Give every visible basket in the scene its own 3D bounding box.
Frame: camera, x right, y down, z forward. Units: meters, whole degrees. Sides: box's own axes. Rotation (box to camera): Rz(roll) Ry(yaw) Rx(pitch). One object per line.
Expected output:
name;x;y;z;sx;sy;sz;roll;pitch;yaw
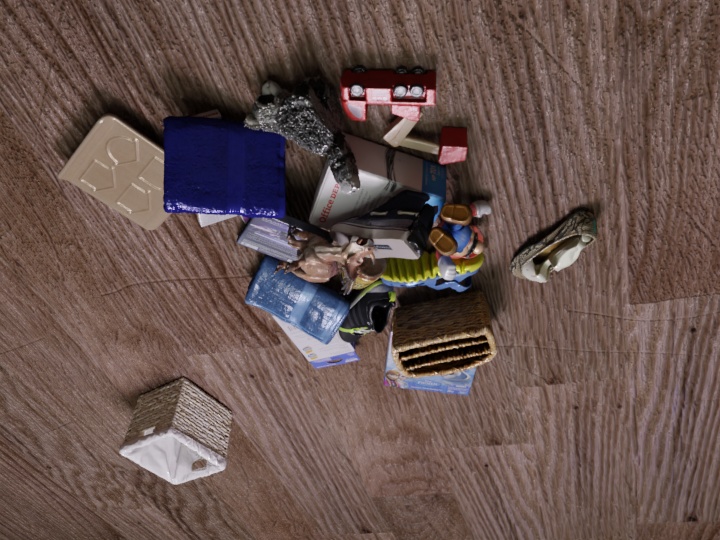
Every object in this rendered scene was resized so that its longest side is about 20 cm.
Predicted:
basket;0.163;0.149;1.400;0.194;0.150;0.146;-12;117;9
basket;-0.444;0.400;1.789;0.195;0.164;0.200;-23;130;29

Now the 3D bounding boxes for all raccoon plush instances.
raccoon plush;-0.095;-0.193;1.089;0.131;0.206;0.096;-19;173;30

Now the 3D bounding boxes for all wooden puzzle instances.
wooden puzzle;-0.390;-0.170;1.245;0.198;0.047;0.184;30;133;-31

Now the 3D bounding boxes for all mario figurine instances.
mario figurine;0.174;-0.054;1.206;0.121;0.108;0.200;-28;171;11

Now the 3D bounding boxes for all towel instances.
towel;-0.123;0.058;1.416;0.197;0.049;0.113;30;122;-6
towel;-0.213;-0.161;1.142;0.194;0.153;0.049;1;-179;-21

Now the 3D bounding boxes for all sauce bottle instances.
sauce bottle;0.000;0.000;1.307;0.064;0.068;0.200;13;167;-7

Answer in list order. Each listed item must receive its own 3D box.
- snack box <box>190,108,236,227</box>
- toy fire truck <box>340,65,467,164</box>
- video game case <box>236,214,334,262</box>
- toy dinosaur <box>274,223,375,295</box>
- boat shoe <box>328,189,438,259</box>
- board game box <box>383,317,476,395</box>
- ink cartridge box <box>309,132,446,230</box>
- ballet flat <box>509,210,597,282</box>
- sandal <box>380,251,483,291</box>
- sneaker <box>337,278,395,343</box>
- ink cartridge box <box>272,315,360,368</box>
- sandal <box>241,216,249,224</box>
snack box;-0.252;-0.166;1.209;0.070;0.024;0.203;-19;136;-17
toy fire truck;0.068;-0.234;1.105;0.194;0.050;0.143;2;138;5
video game case;-0.138;-0.056;1.292;0.140;0.019;0.200;21;160;-14
toy dinosaur;-0.061;-0.011;1.181;0.132;0.088;0.199;19;170;-15
boat shoe;0.039;-0.076;1.148;0.197;0.094;0.075;9;154;44
board game box;0.153;0.188;1.563;0.194;0.044;0.202;6;137;1
ink cartridge box;0.028;-0.124;1.204;0.195;0.087;0.148;18;138;-9
ballet flat;0.336;-0.025;1.279;0.067;0.077;0.200;27;135;-23
sandal;0.132;0.007;1.344;0.194;0.081;0.088;-3;141;13
sneaker;0.011;0.095;1.429;0.070;0.084;0.202;2;139;-29
ink cartridge box;-0.089;0.129;1.534;0.116;0.043;0.202;-14;131;21
sandal;-0.182;-0.125;1.259;0.080;0.051;0.205;6;139;4
